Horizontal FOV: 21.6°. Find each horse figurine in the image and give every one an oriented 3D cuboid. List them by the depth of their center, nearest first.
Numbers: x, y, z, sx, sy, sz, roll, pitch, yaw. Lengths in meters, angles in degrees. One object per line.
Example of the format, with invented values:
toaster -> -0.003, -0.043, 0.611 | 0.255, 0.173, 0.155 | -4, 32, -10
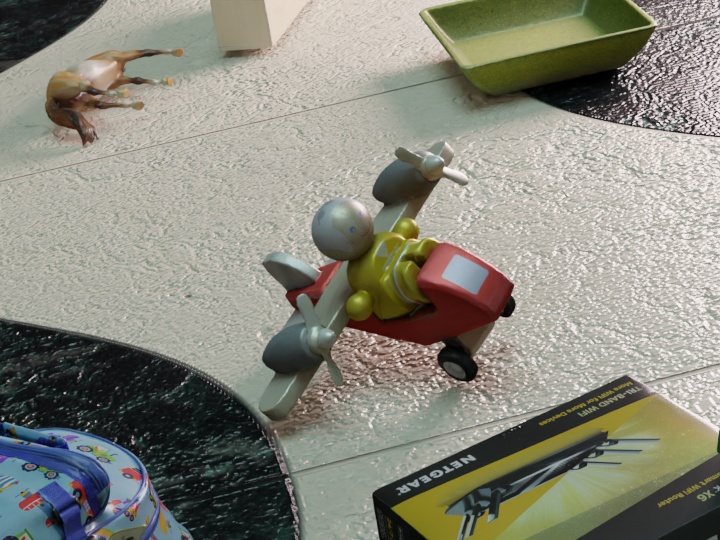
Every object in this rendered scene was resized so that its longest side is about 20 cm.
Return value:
horse figurine -> -0.273, -0.192, 1.970 | 0.131, 0.050, 0.200 | 2, 28, 22

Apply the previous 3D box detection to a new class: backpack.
backpack -> -0.202, 0.160, 1.124 | 0.181, 0.136, 0.200 | 12, 30, 36

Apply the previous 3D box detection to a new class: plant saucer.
plant saucer -> 0.175, -0.232, 1.887 | 0.198, 0.048, 0.200 | -13, 26, -6

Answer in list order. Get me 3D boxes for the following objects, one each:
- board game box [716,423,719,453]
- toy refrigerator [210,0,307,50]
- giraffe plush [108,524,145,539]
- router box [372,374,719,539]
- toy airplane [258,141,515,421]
board game box -> 0.317, 0.086, 1.137 | 0.134, 0.029, 0.199 | 17, 22, 32
toy refrigerator -> -0.110, -0.320, 2.126 | 0.069, 0.077, 0.200 | -2, 27, 16
giraffe plush -> -0.101, 0.246, 0.910 | 0.171, 0.201, 0.163 | -15, 54, -18
router box -> 0.131, 0.146, 1.120 | 0.199, 0.053, 0.157 | -22, 29, -24
toy airplane -> 0.000, 0.000, 1.364 | 0.198, 0.141, 0.201 | -27, 38, 9
